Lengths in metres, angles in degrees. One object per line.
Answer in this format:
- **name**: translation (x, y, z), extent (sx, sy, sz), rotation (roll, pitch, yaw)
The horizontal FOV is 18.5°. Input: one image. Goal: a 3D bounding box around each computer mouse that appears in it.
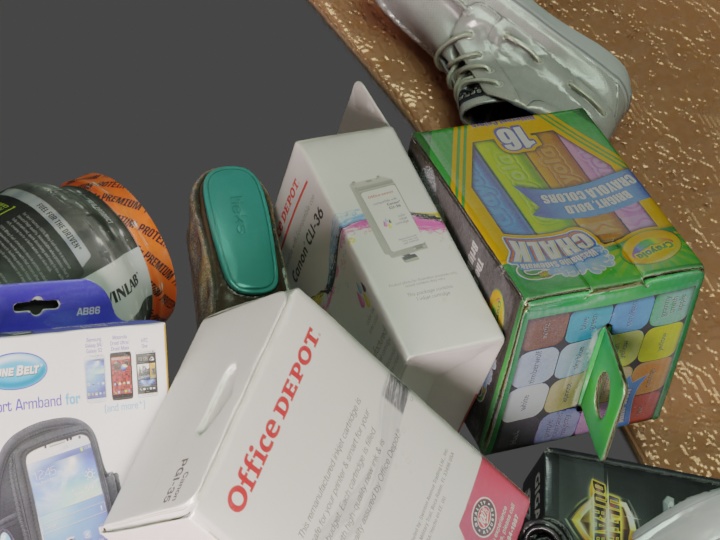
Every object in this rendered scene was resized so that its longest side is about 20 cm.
- **computer mouse**: translation (0.191, 0.159, 1.237), extent (0.199, 0.044, 0.110), rotation (-19, 63, -29)

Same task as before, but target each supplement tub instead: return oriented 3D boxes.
- **supplement tub**: translation (-0.206, 0.031, 1.205), extent (0.200, 0.123, 0.123), rotation (-31, 70, -32)

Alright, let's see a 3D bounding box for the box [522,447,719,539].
- **box**: translation (0.170, 0.209, 1.253), extent (0.158, 0.046, 0.201), rotation (12, 54, -10)

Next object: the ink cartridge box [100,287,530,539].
- **ink cartridge box**: translation (-0.019, 0.127, 1.163), extent (0.200, 0.083, 0.147), rotation (43, 53, -26)

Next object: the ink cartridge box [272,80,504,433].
- **ink cartridge box**: translation (0.000, 0.000, 1.293), extent (0.067, 0.117, 0.200), rotation (-11, 56, -25)

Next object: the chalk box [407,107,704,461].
- **chalk box**: translation (0.113, 0.018, 1.290), extent (0.123, 0.125, 0.200), rotation (-10, 46, -24)

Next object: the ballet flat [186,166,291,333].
- **ballet flat**: translation (-0.066, 0.035, 1.282), extent (0.068, 0.067, 0.201), rotation (4, 57, -18)

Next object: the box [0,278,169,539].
- **box**: translation (-0.155, 0.106, 1.141), extent (0.119, 0.041, 0.201), rotation (-5, 95, -36)

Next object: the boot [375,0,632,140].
- **boot**: translation (0.080, -0.137, 1.443), extent (0.199, 0.074, 0.096), rotation (29, 46, 2)
